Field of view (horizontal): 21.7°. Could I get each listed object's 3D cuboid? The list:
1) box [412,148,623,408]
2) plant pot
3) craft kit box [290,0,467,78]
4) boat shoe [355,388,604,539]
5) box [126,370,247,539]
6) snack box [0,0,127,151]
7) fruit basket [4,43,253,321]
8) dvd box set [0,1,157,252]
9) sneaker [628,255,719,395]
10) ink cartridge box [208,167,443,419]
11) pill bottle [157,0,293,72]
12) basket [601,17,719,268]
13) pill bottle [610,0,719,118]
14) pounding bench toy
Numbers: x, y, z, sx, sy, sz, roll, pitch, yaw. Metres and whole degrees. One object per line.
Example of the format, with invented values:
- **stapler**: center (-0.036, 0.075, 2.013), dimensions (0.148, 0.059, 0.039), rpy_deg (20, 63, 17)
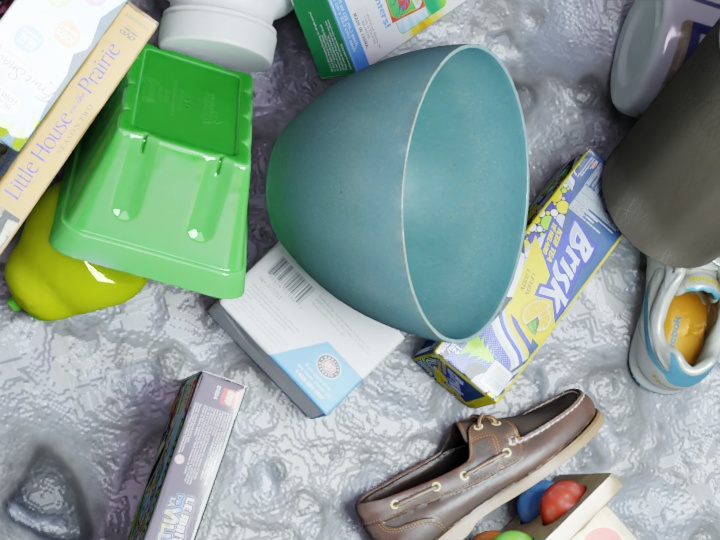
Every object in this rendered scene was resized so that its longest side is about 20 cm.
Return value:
- **box**: center (0.129, 0.008, 1.418), dimensions (0.064, 0.070, 0.200), rpy_deg (40, 76, -5)
- **plant pot**: center (0.015, -0.056, 1.285), dimensions (0.135, 0.200, 0.200), rpy_deg (5, 80, 28)
- **craft kit box**: center (0.011, -0.271, 1.369), dimensions (0.197, 0.048, 0.200), rpy_deg (-36, 114, -36)
- **boat shoe**: center (0.089, 0.143, 1.391), dimensions (0.200, 0.070, 0.070), rpy_deg (-35, 96, -15)
- **box**: center (-0.135, 0.172, 1.316), dimensions (0.035, 0.110, 0.200), rpy_deg (20, 79, -10)
- **snack box**: center (-0.213, -0.188, 1.246), dimensions (0.068, 0.169, 0.200), rpy_deg (38, 87, -27)
- **fruit basket**: center (-0.158, -0.036, 1.316), dimensions (0.155, 0.216, 0.216), rpy_deg (16, 80, -11)
- **dvd box set**: center (-0.220, -0.097, 1.291), dimensions (0.029, 0.146, 0.200), rpy_deg (35, 87, -19)
- **sneaker**: center (0.256, -0.007, 1.444), dimensions (0.076, 0.081, 0.200), rpy_deg (7, 79, -11)
- **ink cartridge box**: center (0.000, 0.000, 1.389), dimensions (0.200, 0.068, 0.116), rpy_deg (-44, 92, -14)
- **pill bottle**: center (-0.091, -0.253, 1.377), dimensions (0.112, 0.112, 0.200), rpy_deg (10, 81, -12)
- **basket**: center (0.268, -0.096, 1.332), dimensions (0.180, 0.200, 0.136), rpy_deg (-20, 72, -36)
- **pill bottle**: center (0.305, -0.149, 1.457), dimensions (0.200, 0.111, 0.111), rpy_deg (15, 80, -11)
- **pounding bench toy**: center (0.133, 0.259, 1.360), dimensions (0.200, 0.124, 0.156), rpy_deg (-42, 93, -14)
